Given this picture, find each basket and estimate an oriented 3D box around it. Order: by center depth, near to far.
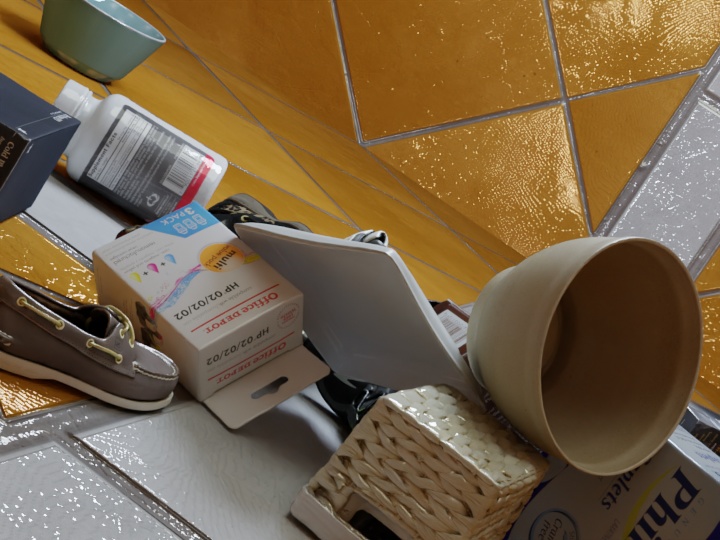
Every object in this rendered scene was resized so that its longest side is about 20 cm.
[{"bbox_3d":[0.056,0.174,1.303,0.136,0.123,0.200,37,10,16],"label":"basket"}]

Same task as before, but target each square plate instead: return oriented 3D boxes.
[{"bbox_3d":[0.004,0.034,1.411,0.198,0.028,0.200,11,-36,45],"label":"square plate"}]

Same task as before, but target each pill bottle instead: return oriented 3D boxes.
[{"bbox_3d":[-0.259,-0.128,1.805,0.200,0.111,0.111,31,10,-9],"label":"pill bottle"}]

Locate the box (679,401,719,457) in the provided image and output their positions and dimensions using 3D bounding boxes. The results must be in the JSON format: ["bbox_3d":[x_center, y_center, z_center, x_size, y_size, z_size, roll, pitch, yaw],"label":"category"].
[{"bbox_3d":[0.307,0.233,1.578,0.158,0.200,0.050,25,17,-35],"label":"box"}]

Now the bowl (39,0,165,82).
[{"bbox_3d":[-0.408,-0.360,2.464,0.201,0.105,0.201,31,11,-7],"label":"bowl"}]

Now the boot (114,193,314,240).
[{"bbox_3d":[-0.133,-0.010,1.551,0.151,0.073,0.200,-15,33,-30],"label":"boot"}]

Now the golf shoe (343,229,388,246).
[{"bbox_3d":[0.000,0.000,1.669,0.073,0.092,0.200,46,4,-5],"label":"golf shoe"}]

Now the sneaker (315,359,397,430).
[{"bbox_3d":[0.022,0.139,1.514,0.200,0.071,0.083,45,9,38],"label":"sneaker"}]

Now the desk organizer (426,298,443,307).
[{"bbox_3d":[0.123,0.084,1.714,0.200,0.077,0.072,11,11,-23],"label":"desk organizer"}]

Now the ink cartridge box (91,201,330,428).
[{"bbox_3d":[-0.128,0.035,1.402,0.115,0.068,0.200,-30,52,-30],"label":"ink cartridge box"}]

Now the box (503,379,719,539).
[{"bbox_3d":[0.247,0.231,1.447,0.200,0.184,0.105,40,10,36],"label":"box"}]

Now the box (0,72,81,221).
[{"bbox_3d":[-0.380,-0.134,1.488,0.182,0.104,0.200,32,10,-2],"label":"box"}]

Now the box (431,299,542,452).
[{"bbox_3d":[0.114,0.136,1.532,0.100,0.075,0.200,37,-25,58],"label":"box"}]

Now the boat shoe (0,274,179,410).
[{"bbox_3d":[-0.210,0.055,1.235,0.200,0.060,0.072,23,13,-44],"label":"boat shoe"}]

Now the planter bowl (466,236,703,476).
[{"bbox_3d":[0.177,0.062,1.382,0.200,0.200,0.135,24,-7,-40],"label":"planter bowl"}]

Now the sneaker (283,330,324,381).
[{"bbox_3d":[-0.077,0.046,1.608,0.121,0.084,0.200,39,4,11],"label":"sneaker"}]
